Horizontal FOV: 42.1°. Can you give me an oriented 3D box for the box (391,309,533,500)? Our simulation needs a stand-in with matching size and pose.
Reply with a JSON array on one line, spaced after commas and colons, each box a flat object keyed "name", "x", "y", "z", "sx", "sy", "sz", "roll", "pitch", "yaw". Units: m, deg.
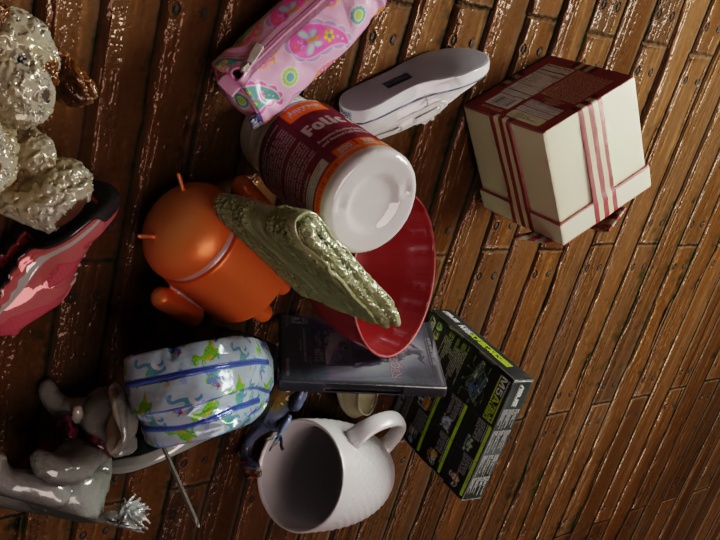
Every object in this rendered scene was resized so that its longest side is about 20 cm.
[{"name": "box", "x": 0.137, "y": 0.189, "z": 1.341, "sx": 0.047, "sy": 0.193, "sz": 0.202, "roll": 3, "pitch": 115, "yaw": -41}]

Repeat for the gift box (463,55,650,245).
[{"name": "gift box", "x": 0.242, "y": -0.147, "z": 1.222, "sx": 0.199, "sy": 0.184, "sz": 0.188, "roll": -30, "pitch": 124, "yaw": -14}]

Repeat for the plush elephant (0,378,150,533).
[{"name": "plush elephant", "x": -0.311, "y": 0.189, "z": 1.028, "sx": 0.198, "sy": 0.156, "sz": 0.165, "roll": 15, "pitch": 156, "yaw": -10}]

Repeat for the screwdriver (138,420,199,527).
[{"name": "screwdriver", "x": -0.224, "y": 0.213, "z": 1.068, "sx": 0.029, "sy": 0.201, "sz": 0.028, "roll": -41, "pitch": 144, "yaw": 17}]

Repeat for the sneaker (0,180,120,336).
[{"name": "sneaker", "x": -0.317, "y": -0.011, "z": 0.950, "sx": 0.200, "sy": 0.074, "sz": 0.087, "roll": -42, "pitch": 149, "yaw": -3}]

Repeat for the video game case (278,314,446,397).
[{"name": "video game case", "x": -0.002, "y": 0.103, "z": 1.152, "sx": 0.198, "sy": 0.143, "sz": 0.019, "roll": 3, "pitch": 119, "yaw": -7}]

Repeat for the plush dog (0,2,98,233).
[{"name": "plush dog", "x": -0.322, "y": -0.145, "z": 0.820, "sx": 0.173, "sy": 0.159, "sz": 0.200, "roll": -66, "pitch": 164, "yaw": -3}]

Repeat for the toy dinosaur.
[{"name": "toy dinosaur", "x": -0.102, "y": 0.189, "z": 1.232, "sx": 0.199, "sy": 0.105, "sz": 0.182, "roll": -21, "pitch": 148, "yaw": -40}]

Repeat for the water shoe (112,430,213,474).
[{"name": "water shoe", "x": -0.226, "y": 0.182, "z": 1.149, "sx": 0.198, "sy": 0.072, "sz": 0.080, "roll": -23, "pitch": 88, "yaw": -5}]

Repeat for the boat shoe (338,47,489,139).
[{"name": "boat shoe", "x": 0.065, "y": -0.207, "z": 1.119, "sx": 0.198, "sy": 0.074, "sz": 0.066, "roll": -21, "pitch": 135, "yaw": -13}]

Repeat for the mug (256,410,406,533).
[{"name": "mug", "x": -0.017, "y": 0.265, "z": 1.293, "sx": 0.200, "sy": 0.148, "sz": 0.175, "roll": -46, "pitch": 150, "yaw": 18}]

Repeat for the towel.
[{"name": "towel", "x": -0.052, "y": -0.011, "z": 0.955, "sx": 0.200, "sy": 0.148, "sz": 0.037, "roll": 45, "pitch": 70, "yaw": -44}]

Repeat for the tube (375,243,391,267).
[{"name": "tube", "x": 0.055, "y": 0.031, "z": 1.281, "sx": 0.058, "sy": 0.051, "sz": 0.202, "roll": -63, "pitch": 154, "yaw": -54}]

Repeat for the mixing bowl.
[{"name": "mixing bowl", "x": 0.000, "y": 0.000, "z": 1.144, "sx": 0.200, "sy": 0.107, "sz": 0.202, "roll": -16, "pitch": 108, "yaw": -57}]

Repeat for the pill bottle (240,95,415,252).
[{"name": "pill bottle", "x": -0.041, "y": -0.112, "z": 0.995, "sx": 0.113, "sy": 0.200, "sz": 0.115, "roll": -21, "pitch": 129, "yaw": -28}]

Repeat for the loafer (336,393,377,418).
[{"name": "loafer", "x": 0.013, "y": 0.123, "z": 1.274, "sx": 0.076, "sy": 0.068, "sz": 0.202, "roll": -43, "pitch": 143, "yaw": -49}]

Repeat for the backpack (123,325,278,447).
[{"name": "backpack", "x": -0.176, "y": 0.120, "z": 1.008, "sx": 0.161, "sy": 0.155, "sz": 0.200, "roll": -5, "pitch": 160, "yaw": 0}]

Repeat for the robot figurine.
[{"name": "robot figurine", "x": -0.158, "y": -0.020, "z": 1.025, "sx": 0.143, "sy": 0.117, "sz": 0.200, "roll": -27, "pitch": 139, "yaw": 16}]

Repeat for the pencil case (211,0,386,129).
[{"name": "pencil case", "x": -0.066, "y": -0.242, "z": 0.972, "sx": 0.200, "sy": 0.087, "sz": 0.088, "roll": -44, "pitch": 136, "yaw": -7}]
